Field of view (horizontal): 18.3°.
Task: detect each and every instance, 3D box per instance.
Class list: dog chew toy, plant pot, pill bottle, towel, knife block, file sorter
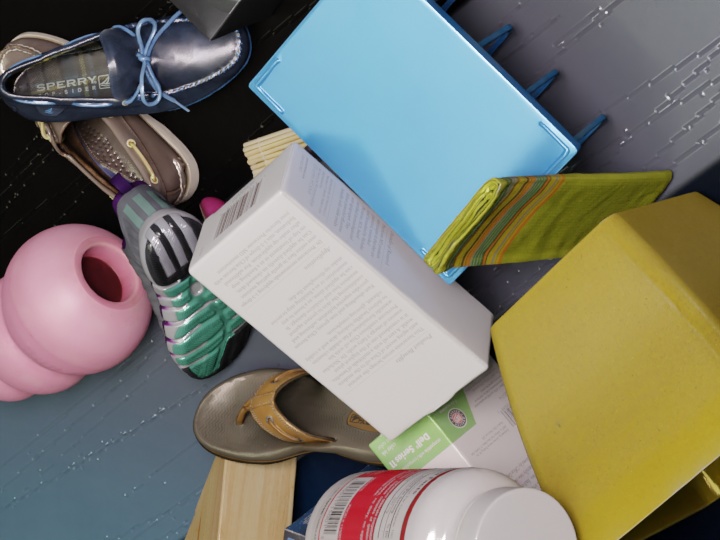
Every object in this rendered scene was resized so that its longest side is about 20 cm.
[{"bbox_3d":[-0.259,0.045,1.842,0.200,0.125,0.125,-36,88,41],"label":"dog chew toy"},{"bbox_3d":[0.212,0.059,1.541,0.200,0.200,0.176,-45,72,33],"label":"plant pot"},{"bbox_3d":[0.056,0.192,1.536,0.200,0.112,0.112,-9,104,57],"label":"pill bottle"},{"bbox_3d":[0.134,-0.035,1.541,0.086,0.200,0.018,-51,60,33],"label":"towel"},{"bbox_3d":[-0.096,0.266,1.795,0.064,0.176,0.200,10,120,-22],"label":"knife block"},{"bbox_3d":[0.053,-0.121,1.586,0.200,0.123,0.139,45,116,3],"label":"file sorter"}]

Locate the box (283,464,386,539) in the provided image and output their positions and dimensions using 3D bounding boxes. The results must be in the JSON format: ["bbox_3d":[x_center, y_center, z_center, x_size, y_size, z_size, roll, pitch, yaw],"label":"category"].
[{"bbox_3d":[-0.021,0.270,1.772,0.038,0.137,0.200,18,116,23],"label":"box"}]

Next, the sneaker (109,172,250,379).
[{"bbox_3d":[-0.144,0.002,1.766,0.088,0.074,0.200,47,161,34],"label":"sneaker"}]

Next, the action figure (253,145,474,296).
[{"bbox_3d":[0.000,0.000,1.669,0.200,0.130,0.069,54,166,4],"label":"action figure"}]

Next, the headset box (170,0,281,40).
[{"bbox_3d":[-0.102,-0.295,1.643,0.200,0.093,0.174,45,123,8],"label":"headset box"}]

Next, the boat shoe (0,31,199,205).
[{"bbox_3d":[-0.220,-0.118,1.793,0.200,0.060,0.072,41,123,11],"label":"boat shoe"}]

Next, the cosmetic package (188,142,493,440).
[{"bbox_3d":[-0.011,0.016,1.577,0.200,0.071,0.101,41,119,-18],"label":"cosmetic package"}]

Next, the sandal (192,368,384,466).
[{"bbox_3d":[-0.042,0.113,1.756,0.200,0.055,0.082,6,66,26],"label":"sandal"}]

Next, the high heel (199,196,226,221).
[{"bbox_3d":[-0.033,-0.003,1.735,0.096,0.067,0.200,-43,86,3],"label":"high heel"}]

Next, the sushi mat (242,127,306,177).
[{"bbox_3d":[0.003,-0.079,1.708,0.200,0.012,0.096,-16,98,33],"label":"sushi mat"}]

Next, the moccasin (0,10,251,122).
[{"bbox_3d":[-0.182,-0.150,1.722,0.200,0.068,0.081,-18,84,10],"label":"moccasin"}]

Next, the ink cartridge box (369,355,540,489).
[{"bbox_3d":[0.113,0.172,1.672,0.200,0.117,0.067,51,125,5],"label":"ink cartridge box"}]
